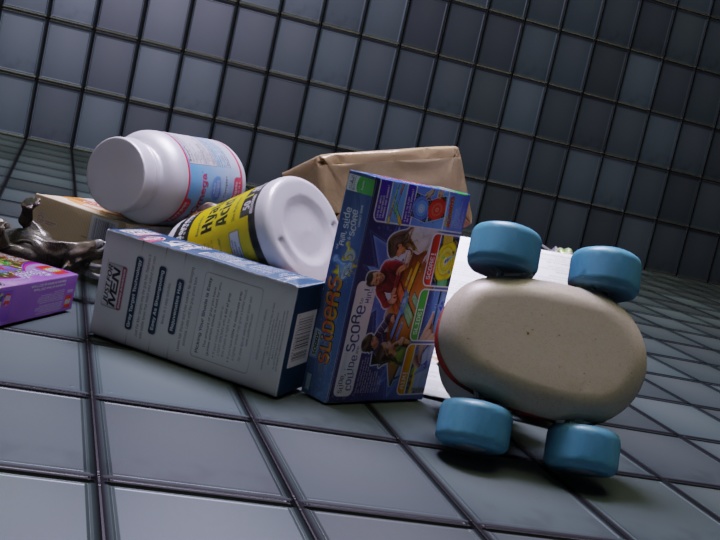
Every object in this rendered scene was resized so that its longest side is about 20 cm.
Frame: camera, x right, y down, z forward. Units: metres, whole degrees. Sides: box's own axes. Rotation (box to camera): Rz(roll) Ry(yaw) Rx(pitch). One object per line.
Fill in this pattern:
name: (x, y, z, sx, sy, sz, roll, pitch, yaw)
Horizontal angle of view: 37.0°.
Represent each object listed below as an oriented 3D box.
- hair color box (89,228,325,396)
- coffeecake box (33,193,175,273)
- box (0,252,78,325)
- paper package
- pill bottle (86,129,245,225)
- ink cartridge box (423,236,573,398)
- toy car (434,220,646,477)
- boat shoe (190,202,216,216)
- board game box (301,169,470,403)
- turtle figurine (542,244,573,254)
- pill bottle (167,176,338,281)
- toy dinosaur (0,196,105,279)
hair color box: (-0.138, 0.033, 0.963, 0.199, 0.101, 0.060, 16, 9, 21)
coffeecake box: (-0.288, -0.039, 1.352, 0.153, 0.074, 0.200, 17, 8, 28)
box: (-0.363, 0.011, 0.968, 0.136, 0.039, 0.200, 15, 7, 10)
paper package: (0.013, -0.087, 1.327, 0.189, 0.104, 0.200, -6, 0, -18)
pill bottle: (-0.229, -0.108, 1.276, 0.108, 0.110, 0.200, 16, 8, 23)
ink cartridge box: (0.135, 0.060, 1.111, 0.161, 0.201, 0.057, 10, -30, 5)
toy car: (0.140, 0.082, 0.953, 0.176, 0.186, 0.200, 13, -16, -4)
boat shoe: (-0.177, -0.042, 1.234, 0.072, 0.073, 0.200, -5, -4, 3)
board game box: (0.025, 0.018, 0.975, 0.034, 0.202, 0.135, 19, 9, 42)
turtle figurine: (0.264, 0.026, 1.574, 0.199, 0.145, 0.193, 22, 7, 31)
pill bottle: (-0.124, -0.011, 1.058, 0.199, 0.112, 0.111, -20, -14, 36)
toy dinosaur: (-0.362, -0.023, 1.111, 0.199, 0.103, 0.077, 3, 38, 23)
